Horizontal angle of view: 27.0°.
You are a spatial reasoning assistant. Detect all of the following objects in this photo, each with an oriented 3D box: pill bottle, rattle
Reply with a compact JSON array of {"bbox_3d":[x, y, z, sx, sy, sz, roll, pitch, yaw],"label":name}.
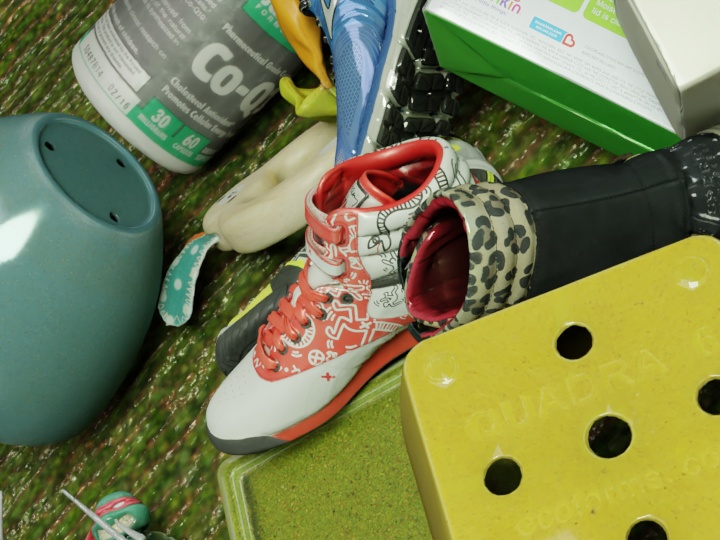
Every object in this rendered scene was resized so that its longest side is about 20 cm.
[{"bbox_3d":[-0.078,-0.168,0.952,0.200,0.113,0.113,-43,50,14],"label":"pill bottle"},{"bbox_3d":[-0.082,-0.071,0.895,0.199,0.143,0.131,-26,34,34],"label":"rattle"}]

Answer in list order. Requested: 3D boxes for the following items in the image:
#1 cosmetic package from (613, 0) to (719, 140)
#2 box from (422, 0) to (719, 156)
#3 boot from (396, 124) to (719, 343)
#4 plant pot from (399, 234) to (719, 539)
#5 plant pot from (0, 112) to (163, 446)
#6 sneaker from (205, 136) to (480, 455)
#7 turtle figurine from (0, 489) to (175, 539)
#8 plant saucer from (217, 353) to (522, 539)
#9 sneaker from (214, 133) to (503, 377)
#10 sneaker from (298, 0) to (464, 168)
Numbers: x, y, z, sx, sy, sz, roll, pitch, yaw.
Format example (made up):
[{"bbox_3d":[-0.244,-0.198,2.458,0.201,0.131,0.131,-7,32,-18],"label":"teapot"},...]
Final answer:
[{"bbox_3d":[0.206,-0.139,0.623,0.199,0.105,0.071,-27,78,7],"label":"cosmetic package"},{"bbox_3d":[0.160,-0.147,0.737,0.199,0.097,0.177,27,84,11],"label":"box"},{"bbox_3d":[0.082,0.001,0.688,0.204,0.153,0.074,125,129,-62],"label":"boot"},{"bbox_3d":[0.117,0.104,0.616,0.199,0.177,0.201,-21,56,8],"label":"plant pot"},{"bbox_3d":[-0.196,-0.016,0.902,0.135,0.199,0.201,-43,49,26],"label":"plant pot"},{"bbox_3d":[-0.017,0.009,0.779,0.201,0.108,0.067,-30,37,9],"label":"sneaker"},{"bbox_3d":[-0.127,0.193,0.833,0.150,0.100,0.201,-38,65,34],"label":"turtle figurine"},{"bbox_3d":[0.006,0.141,0.794,0.199,0.048,0.201,-31,53,20],"label":"plant saucer"},{"bbox_3d":[0.000,0.000,0.866,0.199,0.075,0.077,-35,31,14],"label":"sneaker"},{"bbox_3d":[0.006,-0.139,0.816,0.089,0.078,0.202,3,84,30],"label":"sneaker"}]
